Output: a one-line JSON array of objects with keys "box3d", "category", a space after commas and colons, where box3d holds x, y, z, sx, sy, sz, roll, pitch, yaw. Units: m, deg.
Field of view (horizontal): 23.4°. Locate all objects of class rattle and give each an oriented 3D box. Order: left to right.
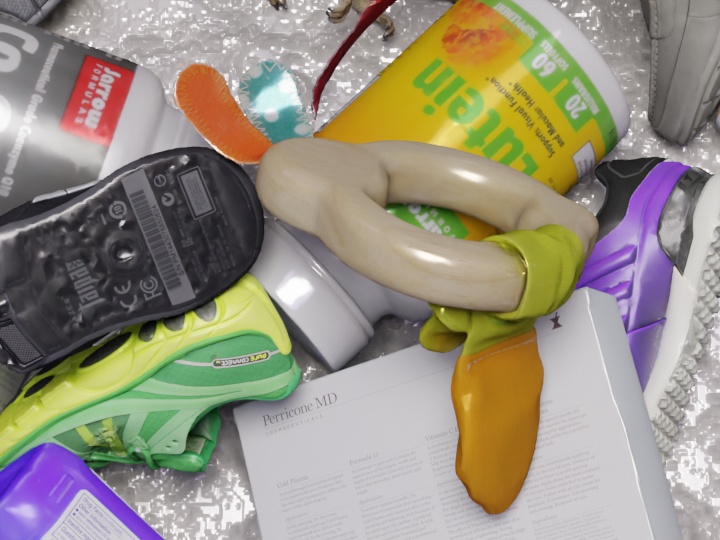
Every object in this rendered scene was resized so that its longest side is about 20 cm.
[{"box3d": [0.000, 0.000, 0.802, 0.199, 0.143, 0.130, 17, 42, 11], "category": "rattle"}]

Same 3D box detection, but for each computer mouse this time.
[{"box3d": [-0.153, -0.021, 0.791, 0.199, 0.046, 0.141, -30, 101, -13], "category": "computer mouse"}]

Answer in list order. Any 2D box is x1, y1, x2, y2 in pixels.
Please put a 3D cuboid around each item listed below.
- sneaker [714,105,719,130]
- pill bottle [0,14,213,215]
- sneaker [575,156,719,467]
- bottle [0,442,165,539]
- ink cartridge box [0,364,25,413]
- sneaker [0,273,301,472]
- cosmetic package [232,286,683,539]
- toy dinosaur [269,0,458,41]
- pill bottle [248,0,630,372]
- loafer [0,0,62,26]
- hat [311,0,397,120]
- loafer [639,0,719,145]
[{"box3d": [0.292, -0.077, 0.901, 0.199, 0.070, 0.109, -19, 75, -4], "category": "sneaker"}, {"box3d": [-0.167, -0.064, 0.875, 0.199, 0.114, 0.114, 19, 78, -10], "category": "pill bottle"}, {"box3d": [0.122, 0.034, 0.891, 0.099, 0.070, 0.201, 19, 83, 22], "category": "sneaker"}, {"box3d": [-0.105, 0.172, 0.838, 0.200, 0.083, 0.065, 46, 44, -13], "category": "bottle"}, {"box3d": [-0.250, 0.092, 0.852, 0.082, 0.147, 0.201, 23, 79, 9], "category": "ink cartridge box"}, {"box3d": [-0.115, 0.074, 0.860, 0.200, 0.074, 0.084, -28, 107, 29], "category": "sneaker"}, {"box3d": [0.047, 0.111, 0.844, 0.199, 0.052, 0.151, -20, 77, 23], "category": "cosmetic package"}, {"box3d": [-0.015, -0.195, 0.964, 0.101, 0.058, 0.200, -41, 85, -22], "category": "toy dinosaur"}, {"box3d": [0.031, -0.046, 0.887, 0.200, 0.111, 0.111, -43, 78, -7], "category": "pill bottle"}, {"box3d": [-0.235, -0.124, 0.957, 0.200, 0.063, 0.072, -39, 108, -2], "category": "loafer"}, {"box3d": [0.067, -0.197, 0.889, 0.199, 0.176, 0.166, 0, 59, 9], "category": "hat"}, {"box3d": [0.167, -0.149, 0.871, 0.070, 0.201, 0.070, 26, 49, 20], "category": "loafer"}]
